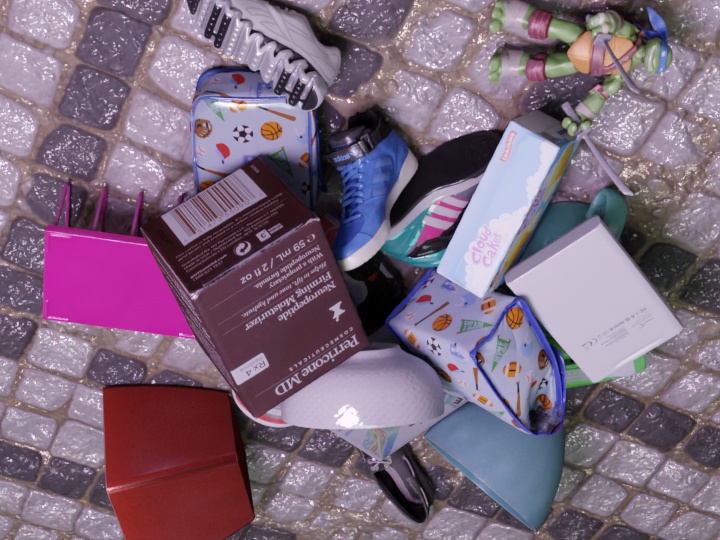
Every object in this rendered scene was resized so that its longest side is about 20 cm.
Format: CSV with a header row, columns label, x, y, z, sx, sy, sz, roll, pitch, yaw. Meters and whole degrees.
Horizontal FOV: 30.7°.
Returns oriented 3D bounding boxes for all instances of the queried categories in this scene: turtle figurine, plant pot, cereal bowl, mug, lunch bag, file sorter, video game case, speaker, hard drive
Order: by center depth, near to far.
label,x,y,z,sx,sy,sz,roll,pitch,yaw
turtle figurine,0.227,-0.216,1.407,0.192,0.202,0.144,14,166,19
lunch bag,-0.119,-0.139,1.547,0.158,0.076,0.202,0,129,-1
cereal bowl,0.001,0.132,1.560,0.197,0.200,0.084,-3,93,4
hard drive,0.279,0.038,1.560,0.131,0.026,0.200,-33,122,18
file sorter,-0.279,-0.019,1.616,0.198,0.126,0.140,8,129,-6
lunch bag,0.155,0.108,1.618,0.124,0.169,0.201,-46,126,-18
mug,0.256,-0.002,1.620,0.150,0.115,0.186,-5,130,6
video game case,0.035,0.162,1.722,0.182,0.022,0.200,-37,134,18
speaker,0.273,0.111,1.733,0.198,0.089,0.089,-10,129,11
plant pot,0.204,0.240,1.797,0.135,0.200,0.200,-49,120,-6
plant pot,-0.249,0.279,1.834,0.174,0.201,0.201,-12,130,-3

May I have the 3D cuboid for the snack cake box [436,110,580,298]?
label,x,y,z,sx,sy,sz,roll,pitch,yaw
snack cake box,0.174,-0.078,1.520,0.067,0.115,0.201,31,113,13

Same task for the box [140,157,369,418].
label,x,y,z,sx,sy,sz,roll,pitch,yaw
box,-0.118,0.017,1.482,0.165,0.164,0.201,-32,130,-12

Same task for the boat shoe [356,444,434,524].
label,x,y,z,sx,sy,sz,roll,pitch,yaw
boat shoe,0.051,0.295,1.913,0.066,0.057,0.200,-23,126,20

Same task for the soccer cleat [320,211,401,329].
label,x,y,z,sx,sy,sz,roll,pitch,yaw
soccer cleat,0.000,0.000,1.674,0.068,0.073,0.201,-35,144,-7

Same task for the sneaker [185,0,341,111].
label,x,y,z,sx,sy,sz,roll,pitch,yaw
sneaker,-0.108,-0.265,1.447,0.200,0.081,0.075,40,153,-7

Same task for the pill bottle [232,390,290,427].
label,x,y,z,sx,sy,sz,roll,pitch,yaw
pill bottle,-0.092,0.100,1.717,0.115,0.117,0.201,15,129,-11

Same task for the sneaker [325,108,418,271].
label,x,y,z,sx,sy,sz,roll,pitch,yaw
sneaker,-0.007,-0.100,1.500,0.076,0.201,0.111,-13,128,42

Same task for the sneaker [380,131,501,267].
label,x,y,z,sx,sy,sz,roll,pitch,yaw
sneaker,0.107,-0.073,1.590,0.199,0.084,0.121,-33,138,8

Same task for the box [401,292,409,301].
label,x,y,z,sx,sy,sz,roll,pitch,yaw
box,0.059,0.127,1.768,0.069,0.065,0.201,14,130,-12
